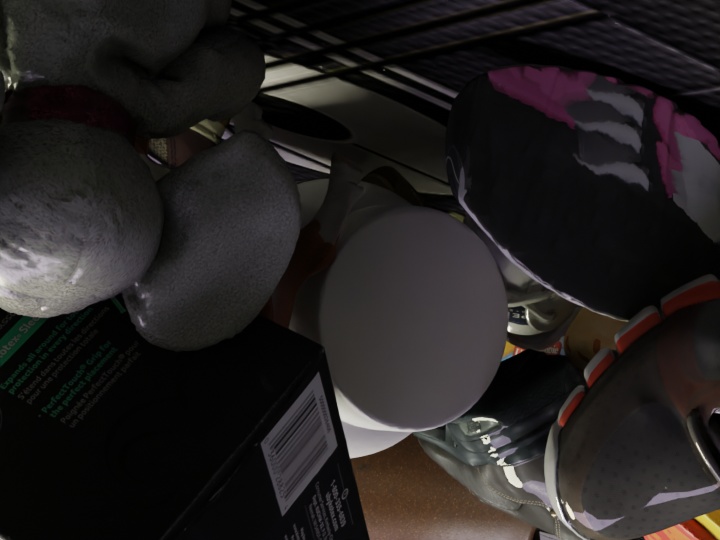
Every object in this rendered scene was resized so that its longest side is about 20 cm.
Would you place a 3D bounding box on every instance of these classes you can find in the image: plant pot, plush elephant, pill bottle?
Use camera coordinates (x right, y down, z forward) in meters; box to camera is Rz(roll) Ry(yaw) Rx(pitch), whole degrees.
[{"bbox_3d":[0.018,0.115,1.440,0.196,0.202,0.200,6,171,-1],"label":"plant pot"},{"bbox_3d":[-0.105,-0.051,0.767,0.164,0.156,0.199,23,170,-31],"label":"plush elephant"},{"bbox_3d":[-0.024,0.021,0.991,0.119,0.121,0.200,22,170,-26],"label":"pill bottle"}]

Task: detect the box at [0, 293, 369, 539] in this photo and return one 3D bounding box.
[{"bbox_3d":[-0.114,0.075,0.841,0.199,0.124,0.149,24,147,28],"label":"box"}]

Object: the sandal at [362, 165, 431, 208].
[{"bbox_3d":[0.000,0.000,1.117,0.080,0.054,0.200,46,167,0],"label":"sandal"}]

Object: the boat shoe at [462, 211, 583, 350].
[{"bbox_3d":[0.078,-0.004,0.987,0.073,0.066,0.200,15,171,14],"label":"boat shoe"}]

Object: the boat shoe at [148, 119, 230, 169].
[{"bbox_3d":[-0.156,-0.079,0.988,0.198,0.065,0.073,19,171,-7],"label":"boat shoe"}]

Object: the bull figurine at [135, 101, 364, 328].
[{"bbox_3d":[-0.094,-0.028,0.914,0.199,0.122,0.065,33,-177,29],"label":"bull figurine"}]

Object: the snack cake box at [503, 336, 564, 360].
[{"bbox_3d":[0.095,0.037,1.198,0.114,0.068,0.199,22,170,-33],"label":"snack cake box"}]

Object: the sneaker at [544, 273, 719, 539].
[{"bbox_3d":[0.151,0.041,0.772,0.077,0.199,0.082,51,-166,-27],"label":"sneaker"}]

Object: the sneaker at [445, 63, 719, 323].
[{"bbox_3d":[0.115,-0.013,0.845,0.199,0.081,0.086,26,180,-15],"label":"sneaker"}]

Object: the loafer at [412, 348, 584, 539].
[{"bbox_3d":[0.068,0.081,1.009,0.073,0.072,0.200,62,179,-2],"label":"loafer"}]

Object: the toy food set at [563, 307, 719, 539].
[{"bbox_3d":[0.165,0.099,0.995,0.198,0.049,0.200,42,162,15],"label":"toy food set"}]
